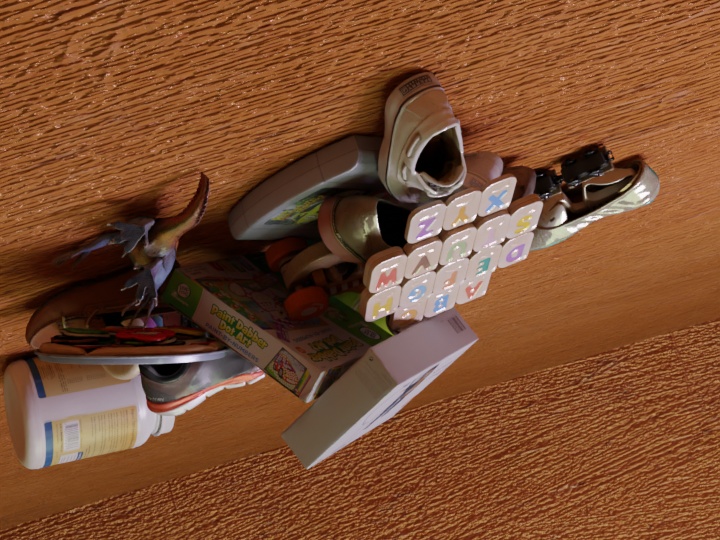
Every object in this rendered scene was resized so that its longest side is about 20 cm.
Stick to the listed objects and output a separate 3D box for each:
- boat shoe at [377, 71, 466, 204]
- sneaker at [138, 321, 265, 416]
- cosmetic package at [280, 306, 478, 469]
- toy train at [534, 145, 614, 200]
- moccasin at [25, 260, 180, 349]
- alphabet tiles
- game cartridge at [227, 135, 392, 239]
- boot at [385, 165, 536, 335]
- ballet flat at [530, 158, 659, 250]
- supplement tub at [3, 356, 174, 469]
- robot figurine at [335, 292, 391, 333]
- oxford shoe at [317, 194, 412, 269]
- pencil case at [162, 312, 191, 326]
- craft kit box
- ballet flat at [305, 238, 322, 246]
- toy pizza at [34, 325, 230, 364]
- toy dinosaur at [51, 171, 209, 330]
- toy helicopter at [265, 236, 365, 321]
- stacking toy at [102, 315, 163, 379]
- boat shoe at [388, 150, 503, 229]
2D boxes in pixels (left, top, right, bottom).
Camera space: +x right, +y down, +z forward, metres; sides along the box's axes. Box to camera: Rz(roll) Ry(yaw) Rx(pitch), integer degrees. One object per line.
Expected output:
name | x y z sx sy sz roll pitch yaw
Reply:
boat shoe | 0.063 -0.099 1.128 0.071 0.070 0.200 -27 159 -12
sneaker | -0.159 0.088 1.404 0.199 0.082 0.077 -31 -144 -17
cosmetic package | 0.024 0.121 1.314 0.151 0.052 0.200 -43 169 29
toy train | 0.211 -0.096 1.462 0.199 0.034 0.046 -23 168 31
moccasin | -0.282 0.051 1.383 0.200 0.078 0.074 -18 166 10
alphabet tiles | 0.091 -0.012 1.233 0.199 0.015 0.196 -21 149 -21
game cartridge | -0.037 -0.078 1.246 0.133 0.041 0.200 3 157 -44
boot | 0.113 -0.021 1.405 0.186 0.064 0.200 -43 169 -25
ballet flat | 0.271 -0.088 1.547 0.199 0.068 0.062 -24 137 16
supplement tub | -0.360 0.175 1.652 0.199 0.145 0.145 -9 165 -26
robot figurine | 0.002 0.063 1.567 0.115 0.176 0.200 -28 -152 -27
oxford shoe | 0.044 -0.019 1.238 0.074 0.071 0.200 -9 158 37
pencil case | -0.140 0.038 1.493 0.199 0.088 0.087 -6 164 -32
craft kit box | -0.082 0.054 1.342 0.049 0.197 0.200 -60 163 19
ballet flat | 0.018 -0.031 1.418 0.199 0.068 0.070 -22 158 20
toy pizza | -0.233 0.073 1.277 0.199 0.032 0.200 0 -179 0
toy dinosaur | -0.200 -0.010 1.232 0.199 0.105 0.181 -28 -176 6
toy helicopter | 0.000 0.000 1.344 0.132 0.079 0.200 -33 155 20
stacking toy | -0.241 0.088 1.594 0.085 0.086 0.200 -25 168 32
boat shoe | 0.073 -0.080 1.292 0.069 0.072 0.200 -55 -164 -29
